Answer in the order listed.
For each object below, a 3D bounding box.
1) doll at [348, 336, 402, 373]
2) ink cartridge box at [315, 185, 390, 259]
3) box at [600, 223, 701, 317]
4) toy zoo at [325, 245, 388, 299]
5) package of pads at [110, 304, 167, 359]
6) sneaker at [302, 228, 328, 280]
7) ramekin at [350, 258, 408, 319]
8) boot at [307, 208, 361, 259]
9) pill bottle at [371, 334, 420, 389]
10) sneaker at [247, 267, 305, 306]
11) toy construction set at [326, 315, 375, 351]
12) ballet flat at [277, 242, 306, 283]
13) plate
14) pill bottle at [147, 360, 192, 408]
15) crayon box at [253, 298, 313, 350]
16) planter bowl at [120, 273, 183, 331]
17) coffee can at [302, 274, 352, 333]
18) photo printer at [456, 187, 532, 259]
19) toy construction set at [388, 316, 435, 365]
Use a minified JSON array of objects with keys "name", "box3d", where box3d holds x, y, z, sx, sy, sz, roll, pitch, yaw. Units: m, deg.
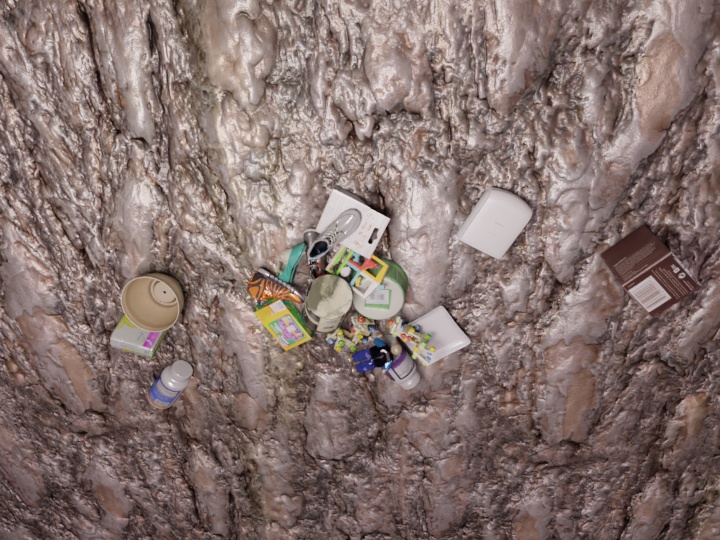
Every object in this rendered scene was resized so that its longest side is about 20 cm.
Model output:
[{"name":"doll","box3d":[0.053,0.292,1.793,0.200,0.048,0.137,-21,83,27]},{"name":"ink cartridge box","box3d":[-0.024,-0.151,1.638,0.200,0.050,0.161,26,119,-1]},{"name":"box","box3d":[0.878,-0.002,1.584,0.166,0.200,0.164,39,115,-18]},{"name":"toy zoo","box3d":[0.000,0.000,1.670,0.200,0.020,0.131,35,92,19]},{"name":"package of pads","box3d":[-0.767,0.198,1.828,0.154,0.200,0.068,18,135,-6]},{"name":"sneaker","box3d":[-0.145,-0.040,1.708,0.077,0.082,0.200,-8,119,9]},{"name":"ramekin","box3d":[0.060,0.069,1.747,0.200,0.098,0.200,2,121,4]},{"name":"boot","box3d":[-0.081,-0.104,1.595,0.074,0.096,0.200,44,117,-8]},{"name":"pill bottle","box3d":[0.133,0.338,1.892,0.111,0.111,0.200,-28,114,19]},{"name":"sneaker","box3d":[-0.293,0.086,1.757,0.200,0.078,0.112,29,76,10]},{"name":"toy construction set","box3d":[-0.023,0.211,1.826,0.131,0.092,0.200,14,142,-25]},{"name":"ballet flat","box3d":[-0.236,-0.028,1.711,0.070,0.067,0.200,23,137,-6]},{"name":"plate","box3d":[0.262,0.232,1.866,0.199,0.032,0.200,-32,113,20]},{"name":"pill bottle","box3d":[-0.737,0.439,2.019,0.112,0.112,0.200,35,116,-15]},{"name":"crayon box","box3d":[-0.273,0.184,1.864,0.119,0.058,0.200,-27,115,19]},{"name":"planter bowl","box3d":[-0.697,0.092,1.790,0.200,0.135,0.201,1,110,4]},{"name":"coffee can","box3d":[-0.111,0.113,1.707,0.146,0.147,0.200,15,158,-4]},{"name":"photo printer","box3d":[0.419,-0.150,1.608,0.166,0.069,0.200,26,119,-10]},{"name":"toy construction set","box3d":[0.164,0.228,1.778,0.200,0.131,0.092,41,115,-16]}]
